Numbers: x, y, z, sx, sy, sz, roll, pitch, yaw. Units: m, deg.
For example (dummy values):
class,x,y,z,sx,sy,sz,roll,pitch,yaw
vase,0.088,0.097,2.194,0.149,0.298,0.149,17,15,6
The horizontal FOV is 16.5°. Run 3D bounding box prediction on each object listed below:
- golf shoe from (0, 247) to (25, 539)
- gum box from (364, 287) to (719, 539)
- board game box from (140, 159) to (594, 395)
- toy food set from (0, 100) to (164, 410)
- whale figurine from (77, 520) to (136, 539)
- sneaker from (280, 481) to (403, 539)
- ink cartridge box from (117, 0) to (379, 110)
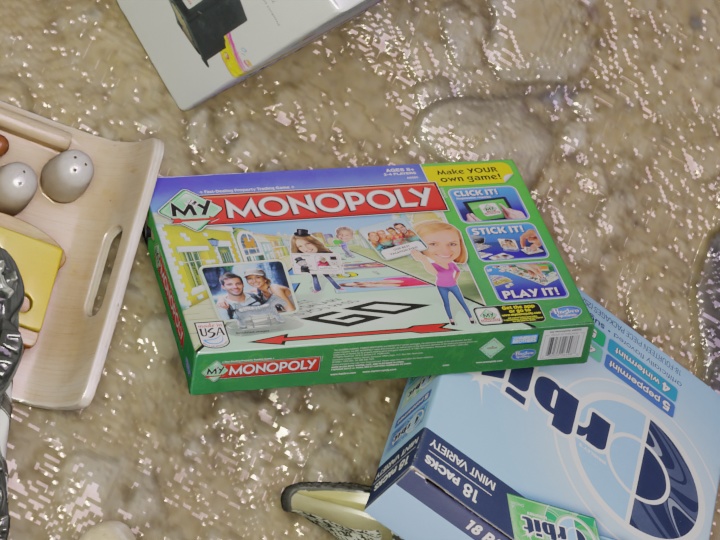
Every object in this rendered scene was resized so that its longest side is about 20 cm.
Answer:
class,x,y,z,sx,sy,sz,roll,pitch,yaw
golf shoe,-0.189,0.090,1.098,0.077,0.095,0.201,16,70,-8
gum box,0.100,0.092,1.248,0.170,0.045,0.200,36,36,-13
board game box,0.000,0.000,1.226,0.199,0.029,0.135,-4,41,-17
toy food set,-0.202,-0.030,1.182,0.199,0.060,0.144,20,70,-18
whale figurine,-0.165,0.192,1.117,0.200,0.159,0.104,-30,129,-31
sneaker,0.041,0.171,1.241,0.199,0.077,0.089,30,78,-12
ink cartridge box,-0.017,-0.165,1.220,0.145,0.200,0.083,-32,94,-26
